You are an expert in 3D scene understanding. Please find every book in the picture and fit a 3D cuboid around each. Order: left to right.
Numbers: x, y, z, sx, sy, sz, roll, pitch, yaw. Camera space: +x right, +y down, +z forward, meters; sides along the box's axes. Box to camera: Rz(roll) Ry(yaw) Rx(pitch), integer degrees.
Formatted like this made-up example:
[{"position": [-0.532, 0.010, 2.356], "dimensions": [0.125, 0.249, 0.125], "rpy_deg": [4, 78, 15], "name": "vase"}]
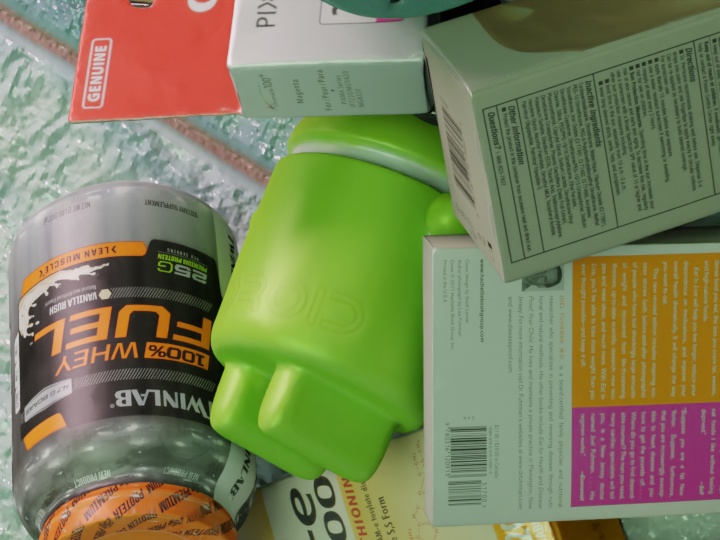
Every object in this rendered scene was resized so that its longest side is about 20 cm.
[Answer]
[{"position": [0.130, 0.049, 1.340], "dimensions": [0.199, 0.048, 0.134], "rpy_deg": [-1, 102, -7], "name": "book"}]

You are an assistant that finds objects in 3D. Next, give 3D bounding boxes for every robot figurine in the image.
[{"position": [0.000, 0.000, 1.409], "dimensions": [0.175, 0.116, 0.201], "rpy_deg": [-5, 61, 56], "name": "robot figurine"}]

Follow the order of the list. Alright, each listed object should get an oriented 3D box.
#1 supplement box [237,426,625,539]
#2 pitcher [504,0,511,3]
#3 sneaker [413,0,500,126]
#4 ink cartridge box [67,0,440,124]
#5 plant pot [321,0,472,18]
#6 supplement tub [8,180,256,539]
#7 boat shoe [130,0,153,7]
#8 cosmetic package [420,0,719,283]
[{"position": [0.029, 0.146, 1.458], "dimensions": [0.200, 0.073, 0.126], "rpy_deg": [-23, 84, 31], "name": "supplement box"}, {"position": [0.125, -0.216, 1.342], "dimensions": [0.200, 0.121, 0.172], "rpy_deg": [-52, 56, 36], "name": "pitcher"}, {"position": [0.018, -0.130, 1.411], "dimensions": [0.074, 0.089, 0.200], "rpy_deg": [-23, 53, -8], "name": "sneaker"}, {"position": [-0.047, -0.161, 1.367], "dimensions": [0.173, 0.044, 0.201], "rpy_deg": [-1, 55, 8], "name": "ink cartridge box"}, {"position": [0.011, -0.207, 1.251], "dimensions": [0.200, 0.200, 0.161], "rpy_deg": [-38, 57, 28], "name": "plant pot"}, {"position": [-0.115, 0.065, 1.459], "dimensions": [0.122, 0.122, 0.200], "rpy_deg": [-33, 46, 29], "name": "supplement tub"}, {"position": [-0.137, -0.179, 1.520], "dimensions": [0.199, 0.065, 0.073], "rpy_deg": [16, 105, 29], "name": "boat shoe"}, {"position": [0.136, -0.080, 1.288], "dimensions": [0.071, 0.199, 0.105], "rpy_deg": [-123, 19, -57], "name": "cosmetic package"}]
